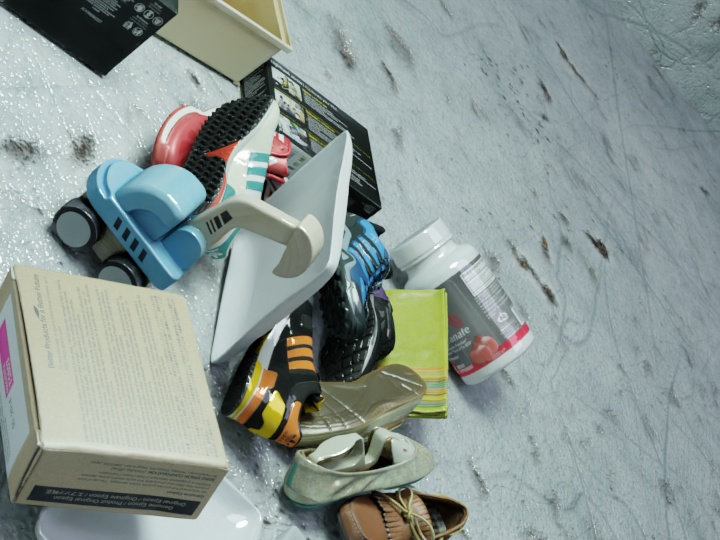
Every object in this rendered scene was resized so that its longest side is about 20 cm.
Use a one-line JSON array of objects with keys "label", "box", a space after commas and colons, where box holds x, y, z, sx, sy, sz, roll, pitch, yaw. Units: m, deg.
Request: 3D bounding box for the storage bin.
[{"label": "storage bin", "box": [-0.197, -0.359, 1.740, 0.199, 0.093, 0.200, 27, 40, -44]}]

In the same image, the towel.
[{"label": "towel", "box": [0.062, 0.095, 1.701, 0.201, 0.085, 0.018, -87, 178, -46]}]

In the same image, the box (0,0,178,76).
[{"label": "box", "box": [-0.287, -0.345, 1.544, 0.148, 0.124, 0.201, 36, 33, -36]}]

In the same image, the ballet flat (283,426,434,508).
[{"label": "ballet flat", "box": [0.008, 0.194, 1.462, 0.199, 0.063, 0.067, -11, 31, -43]}]

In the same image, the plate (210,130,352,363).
[{"label": "plate", "box": [-0.073, -0.019, 1.451, 0.032, 0.200, 0.200, 32, 40, -25]}]

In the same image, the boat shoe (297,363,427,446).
[{"label": "boat shoe", "box": [-0.013, 0.158, 1.513, 0.199, 0.067, 0.074, -11, 44, -39]}]

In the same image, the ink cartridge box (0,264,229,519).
[{"label": "ink cartridge box", "box": [-0.212, 0.100, 1.176, 0.164, 0.075, 0.201, 11, 39, -30]}]

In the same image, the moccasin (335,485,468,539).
[{"label": "moccasin", "box": [0.047, 0.263, 1.498, 0.201, 0.078, 0.074, 19, 46, -50]}]

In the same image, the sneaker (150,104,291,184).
[{"label": "sneaker", "box": [-0.140, -0.132, 1.557, 0.115, 0.079, 0.200, 17, 24, 15]}]

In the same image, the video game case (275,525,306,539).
[{"label": "video game case", "box": [-0.044, 0.360, 1.311, 0.201, 0.022, 0.182, 56, 27, -5]}]

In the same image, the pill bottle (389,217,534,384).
[{"label": "pill bottle", "box": [0.125, 0.037, 1.830, 0.201, 0.110, 0.111, 55, 27, -3]}]

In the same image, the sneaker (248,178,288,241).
[{"label": "sneaker", "box": [-0.092, -0.049, 1.615, 0.078, 0.079, 0.200, 48, 7, -25]}]

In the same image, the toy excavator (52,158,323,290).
[{"label": "toy excavator", "box": [-0.160, -0.043, 1.350, 0.195, 0.199, 0.100, 52, 28, -8]}]

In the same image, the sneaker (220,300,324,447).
[{"label": "sneaker", "box": [-0.073, 0.106, 1.458, 0.090, 0.070, 0.200, 37, 33, -8]}]

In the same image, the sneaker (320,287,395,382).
[{"label": "sneaker", "box": [0.012, 0.080, 1.645, 0.088, 0.075, 0.201, 48, 28, -28]}]

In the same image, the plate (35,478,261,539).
[{"label": "plate", "box": [-0.178, 0.219, 1.210, 0.200, 0.032, 0.200, 46, 30, -19]}]

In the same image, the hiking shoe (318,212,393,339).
[{"label": "hiking shoe", "box": [0.000, 0.000, 1.604, 0.086, 0.075, 0.201, 10, 41, -15]}]

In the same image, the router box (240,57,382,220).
[{"label": "router box", "box": [-0.062, -0.163, 1.799, 0.200, 0.051, 0.150, 34, 33, -37]}]

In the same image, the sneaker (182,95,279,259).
[{"label": "sneaker", "box": [-0.132, -0.097, 1.490, 0.200, 0.070, 0.094, -67, 148, -41]}]
